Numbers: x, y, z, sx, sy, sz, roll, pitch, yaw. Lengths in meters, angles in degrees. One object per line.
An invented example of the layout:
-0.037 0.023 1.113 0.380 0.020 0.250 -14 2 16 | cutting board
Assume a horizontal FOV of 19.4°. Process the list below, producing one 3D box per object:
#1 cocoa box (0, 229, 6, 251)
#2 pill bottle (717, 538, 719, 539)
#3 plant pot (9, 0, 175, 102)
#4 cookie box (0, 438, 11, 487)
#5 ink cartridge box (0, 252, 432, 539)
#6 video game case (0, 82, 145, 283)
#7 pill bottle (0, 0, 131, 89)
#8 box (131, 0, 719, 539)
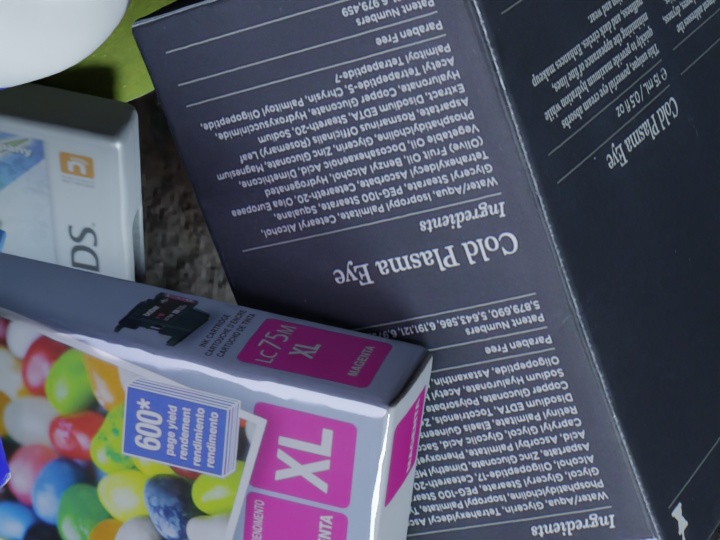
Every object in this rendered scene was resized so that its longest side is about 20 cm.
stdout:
-0.221 0.070 0.730 0.131 0.133 0.200 21 129 -7 | cocoa box
0.173 0.127 0.681 0.200 0.111 0.112 -21 100 35 | pill bottle
-0.115 -0.157 0.692 0.187 0.187 0.200 5 129 28 | plant pot
-0.204 -0.010 0.527 0.200 0.075 0.171 3 117 26 | cookie box
-0.086 0.058 0.577 0.200 0.042 0.119 14 118 15 | ink cartridge box
-0.176 -0.014 0.766 0.200 0.022 0.182 12 143 6 | video game case
-0.128 -0.097 0.555 0.200 0.112 0.112 -10 106 33 | pill bottle
0.052 -0.026 0.625 0.104 0.200 0.182 -13 104 32 | box
